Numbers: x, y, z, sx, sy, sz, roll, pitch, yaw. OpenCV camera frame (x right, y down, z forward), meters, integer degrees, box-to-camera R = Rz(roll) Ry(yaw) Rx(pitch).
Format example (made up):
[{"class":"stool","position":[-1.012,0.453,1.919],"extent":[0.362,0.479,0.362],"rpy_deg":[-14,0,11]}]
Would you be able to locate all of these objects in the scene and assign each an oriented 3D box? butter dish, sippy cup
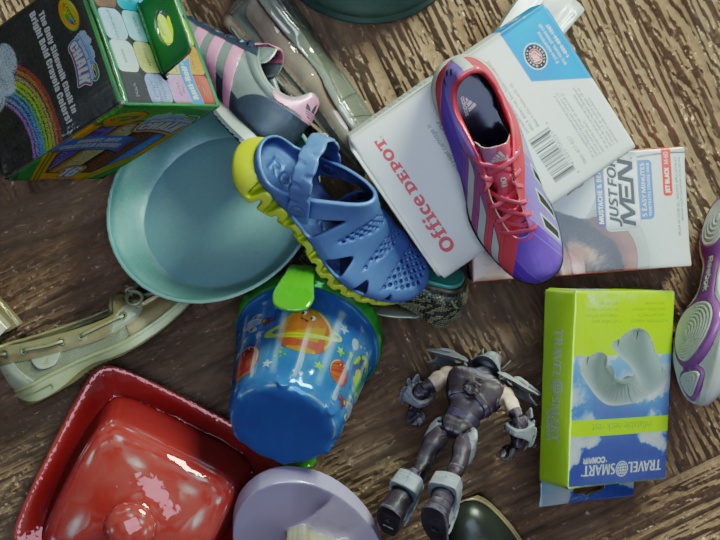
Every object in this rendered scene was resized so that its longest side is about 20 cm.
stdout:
[{"class":"butter dish","position":[-0.196,0.214,1.226],"extent":[0.199,0.148,0.200],"rpy_deg":[27,92,-4]},{"class":"sippy cup","position":[-0.055,0.093,1.206],"extent":[0.140,0.130,0.178],"rpy_deg":[-24,119,27]}]

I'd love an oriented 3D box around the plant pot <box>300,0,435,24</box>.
[{"class":"plant pot","position":[0.009,-0.324,1.208],"extent":[0.200,0.134,0.200],"rpy_deg":[0,93,-2]}]

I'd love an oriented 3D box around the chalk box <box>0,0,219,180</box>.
[{"class":"chalk box","position":[-0.213,-0.170,1.165],"extent":[0.200,0.124,0.125],"rpy_deg":[-24,81,32]}]

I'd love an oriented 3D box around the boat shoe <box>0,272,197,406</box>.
[{"class":"boat shoe","position":[-0.236,0.050,1.255],"extent":[0.201,0.073,0.063],"rpy_deg":[-30,98,7]}]

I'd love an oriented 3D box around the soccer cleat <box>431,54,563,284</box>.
[{"class":"soccer cleat","position":[0.111,-0.077,1.106],"extent":[0.068,0.073,0.200],"rpy_deg":[-22,100,0]}]

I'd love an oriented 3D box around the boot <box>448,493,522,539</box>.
[{"class":"boot","position":[0.134,0.308,1.245],"extent":[0.077,0.138,0.200],"rpy_deg":[-23,93,0]}]

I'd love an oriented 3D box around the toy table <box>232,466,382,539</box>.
[{"class":"toy table","position":[-0.040,0.278,1.204],"extent":[0.184,0.117,0.200],"rpy_deg":[-27,124,14]}]

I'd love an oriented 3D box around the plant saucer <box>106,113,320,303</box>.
[{"class":"plant saucer","position":[-0.128,-0.058,1.236],"extent":[0.200,0.036,0.200],"rpy_deg":[-5,67,12]}]

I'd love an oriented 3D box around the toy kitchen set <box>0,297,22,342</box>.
[{"class":"toy kitchen set","position":[-0.343,-0.050,1.198],"extent":[0.180,0.163,0.200],"rpy_deg":[-41,94,1]}]

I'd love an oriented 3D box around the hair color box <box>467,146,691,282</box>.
[{"class":"hair color box","position":[0.195,-0.052,1.265],"extent":[0.200,0.064,0.111],"rpy_deg":[-5,94,0]}]

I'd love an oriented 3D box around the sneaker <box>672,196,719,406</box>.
[{"class":"sneaker","position":[0.349,0.032,1.257],"extent":[0.100,0.075,0.200],"rpy_deg":[20,81,-19]}]

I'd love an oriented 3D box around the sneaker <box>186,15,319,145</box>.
[{"class":"sneaker","position":[-0.114,-0.183,1.226],"extent":[0.082,0.070,0.200],"rpy_deg":[-41,73,3]}]

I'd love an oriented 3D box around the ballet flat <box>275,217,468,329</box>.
[{"class":"ballet flat","position":[0.000,0.000,1.259],"extent":[0.200,0.068,0.075],"rpy_deg":[26,125,7]}]

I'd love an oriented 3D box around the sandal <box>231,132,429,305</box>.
[{"class":"sandal","position":[-0.014,-0.045,1.151],"extent":[0.200,0.087,0.080],"rpy_deg":[39,53,-22]}]

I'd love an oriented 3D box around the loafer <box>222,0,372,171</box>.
[{"class":"loafer","position":[-0.050,-0.169,1.255],"extent":[0.063,0.072,0.200],"rpy_deg":[-34,87,18]}]

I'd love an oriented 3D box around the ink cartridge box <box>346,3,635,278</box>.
[{"class":"ink cartridge box","position":[0.107,-0.111,1.181],"extent":[0.200,0.084,0.146],"rpy_deg":[-34,99,3]}]

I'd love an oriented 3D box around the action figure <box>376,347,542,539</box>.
[{"class":"action figure","position":[0.084,0.148,1.247],"extent":[0.130,0.069,0.200],"rpy_deg":[14,54,26]}]

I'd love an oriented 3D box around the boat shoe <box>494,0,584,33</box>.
[{"class":"boat shoe","position":[0.134,-0.172,1.258],"extent":[0.068,0.072,0.200],"rpy_deg":[32,83,-3]}]

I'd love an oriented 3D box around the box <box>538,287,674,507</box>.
[{"class":"box","position":[0.224,0.116,1.260],"extent":[0.122,0.048,0.200],"rpy_deg":[0,93,-31]}]
